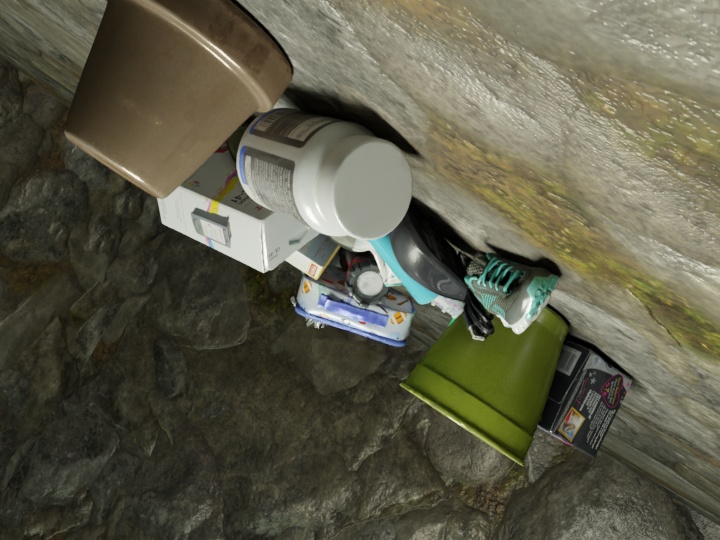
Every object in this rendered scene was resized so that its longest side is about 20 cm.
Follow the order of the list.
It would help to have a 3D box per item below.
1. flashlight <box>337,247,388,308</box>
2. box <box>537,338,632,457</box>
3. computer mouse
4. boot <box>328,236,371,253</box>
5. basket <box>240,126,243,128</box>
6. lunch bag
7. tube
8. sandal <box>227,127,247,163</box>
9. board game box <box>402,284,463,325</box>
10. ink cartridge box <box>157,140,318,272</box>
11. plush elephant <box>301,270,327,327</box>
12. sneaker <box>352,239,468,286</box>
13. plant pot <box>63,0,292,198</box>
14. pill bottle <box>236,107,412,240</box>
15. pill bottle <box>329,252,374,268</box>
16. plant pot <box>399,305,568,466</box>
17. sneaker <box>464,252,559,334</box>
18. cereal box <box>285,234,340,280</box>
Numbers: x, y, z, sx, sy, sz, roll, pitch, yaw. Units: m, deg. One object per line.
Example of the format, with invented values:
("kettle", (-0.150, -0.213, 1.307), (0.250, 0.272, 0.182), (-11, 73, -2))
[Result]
("flashlight", (0.000, 0.000, 1.286), (0.068, 0.068, 0.200), (41, -177, -14))
("box", (0.285, 0.169, 1.269), (0.114, 0.134, 0.199), (31, 176, -32))
("computer mouse", (0.092, -0.002, 1.061), (0.200, 0.052, 0.140), (44, -155, -36))
("boot", (-0.052, -0.103, 1.211), (0.198, 0.068, 0.131), (31, 170, 20))
("basket", (-0.282, -0.208, 1.285), (0.135, 0.125, 0.199), (36, 173, -29))
("lunch bag", (-0.012, 0.054, 1.336), (0.196, 0.077, 0.160), (17, -168, -3))
("tube", (0.036, -0.041, 1.098), (0.200, 0.050, 0.078), (48, -161, -25))
("sandal", (-0.102, -0.153, 1.081), (0.200, 0.079, 0.058), (33, 141, 44))
("board game box", (0.111, 0.043, 1.356), (0.198, 0.026, 0.200), (34, 174, 0))
("ink cartridge box", (-0.158, -0.098, 1.137), (0.197, 0.147, 0.087), (22, 133, 29))
("plush elephant", (-0.041, 0.018, 1.593), (0.162, 0.204, 0.155), (24, 178, 6))
("sneaker", (0.071, -0.008, 1.183), (0.198, 0.090, 0.075), (35, 173, -22))
("plant pot", (-0.188, -0.170, 0.803), (0.198, 0.177, 0.200), (31, 174, 4))
("pill bottle", (-0.039, -0.101, 0.869), (0.113, 0.115, 0.199), (36, 174, -36))
("pill bottle", (-0.067, -0.053, 1.455), (0.198, 0.116, 0.114), (32, 175, 4))
("plant pot", (0.186, 0.128, 1.151), (0.198, 0.195, 0.200), (32, 175, 3))
("sneaker", (0.165, 0.019, 0.975), (0.091, 0.078, 0.200), (36, 173, 1))
("cereal box", (-0.115, -0.090, 1.309), (0.198, 0.145, 0.040), (34, 136, 2))
